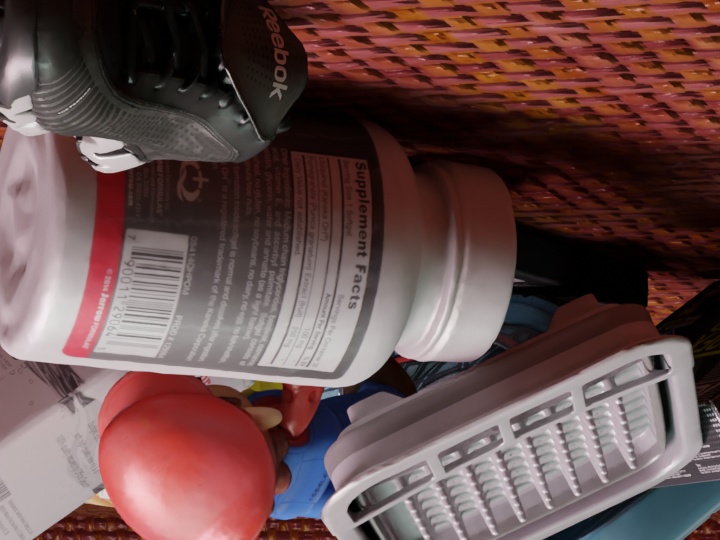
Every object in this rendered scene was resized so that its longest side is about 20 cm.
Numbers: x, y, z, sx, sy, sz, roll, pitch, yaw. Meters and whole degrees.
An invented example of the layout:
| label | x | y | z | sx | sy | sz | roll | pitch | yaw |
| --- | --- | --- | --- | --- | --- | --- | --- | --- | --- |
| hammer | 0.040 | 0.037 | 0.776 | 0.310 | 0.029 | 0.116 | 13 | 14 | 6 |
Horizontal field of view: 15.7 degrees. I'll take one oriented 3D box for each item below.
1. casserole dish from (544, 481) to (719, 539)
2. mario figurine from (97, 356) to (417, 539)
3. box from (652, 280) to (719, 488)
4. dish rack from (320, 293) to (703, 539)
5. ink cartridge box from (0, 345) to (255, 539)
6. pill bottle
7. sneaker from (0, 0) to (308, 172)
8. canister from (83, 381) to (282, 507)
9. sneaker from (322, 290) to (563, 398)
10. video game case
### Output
| label | x | y | z | sx | sy | sz | roll | pitch | yaw |
| --- | --- | --- | --- | --- | --- | --- | --- | --- | --- |
| casserole dish | 0.150 | 0.116 | 1.365 | 0.199 | 0.039 | 0.121 | -34 | -174 | -28 |
| mario figurine | -0.054 | 0.069 | 1.166 | 0.105 | 0.125 | 0.200 | -2 | 177 | 30 |
| box | 0.188 | 0.051 | 1.321 | 0.160 | 0.044 | 0.200 | -34 | -173 | -25 |
| dish rack | 0.065 | 0.077 | 1.156 | 0.171 | 0.044 | 0.200 | -26 | 157 | 0 |
| ink cartridge box | -0.151 | 0.055 | 1.191 | 0.199 | 0.085 | 0.146 | -33 | 163 | -9 |
| pill bottle | -0.042 | -0.011 | 1.048 | 0.198 | 0.112 | 0.111 | 6 | 170 | -22 |
| sneaker | -0.064 | -0.072 | 0.845 | 0.090 | 0.067 | 0.200 | -2 | 174 | 7 |
| canister | -0.154 | 0.062 | 1.375 | 0.199 | 0.087 | 0.148 | 4 | -154 | 32 |
| sneaker | 0.023 | 0.067 | 1.350 | 0.199 | 0.096 | 0.080 | -14 | 119 | 37 |
| video game case | 0.027 | 0.001 | 1.370 | 0.180 | 0.026 | 0.199 | -5 | 169 | 33 |
